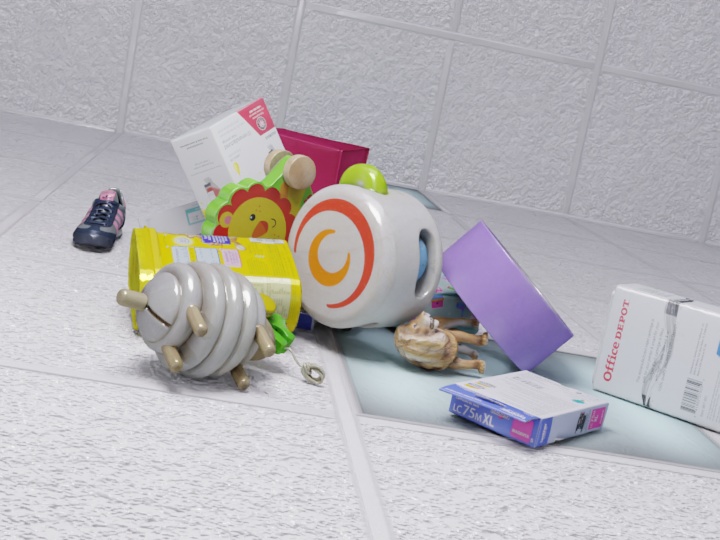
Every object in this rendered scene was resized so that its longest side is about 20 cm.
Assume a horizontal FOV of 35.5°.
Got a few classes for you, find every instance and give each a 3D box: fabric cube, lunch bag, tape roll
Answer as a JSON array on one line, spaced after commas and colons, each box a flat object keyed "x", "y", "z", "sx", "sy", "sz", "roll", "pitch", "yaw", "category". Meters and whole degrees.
[{"x": -0.116, "y": -0.180, "z": 2.330, "sx": 0.197, "sy": 0.199, "sz": 0.200, "roll": 14, "pitch": 10, "yaw": 15, "category": "fabric cube"}, {"x": 0.076, "y": 0.040, "z": 1.691, "sx": 0.159, "sy": 0.078, "sz": 0.199, "roll": 2, "pitch": 13, "yaw": -35, "category": "lunch bag"}, {"x": 0.195, "y": 0.036, "z": 1.526, "sx": 0.200, "sy": 0.085, "sz": 0.200, "roll": 49, "pitch": 8, "yaw": -9, "category": "tape roll"}]

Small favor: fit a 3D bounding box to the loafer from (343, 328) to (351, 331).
[{"x": 0.000, "y": 0.000, "z": 1.599, "sx": 0.071, "sy": 0.073, "sz": 0.201, "roll": -23, "pitch": 33, "yaw": 32, "category": "loafer"}]

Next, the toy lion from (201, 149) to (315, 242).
[{"x": -0.118, "y": -0.053, "z": 1.537, "sx": 0.068, "sy": 0.192, "sz": 0.200, "roll": 23, "pitch": -23, "yaw": 48, "category": "toy lion"}]

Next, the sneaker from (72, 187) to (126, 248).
[{"x": -0.418, "y": -0.087, "z": 1.811, "sx": 0.069, "sy": 0.083, "sz": 0.200, "roll": 10, "pitch": 10, "yaw": -8, "category": "sneaker"}]

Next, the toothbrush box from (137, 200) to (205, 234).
[{"x": -0.229, "y": -0.065, "z": 1.750, "sx": 0.145, "sy": 0.086, "sz": 0.200, "roll": -14, "pitch": 2, "yaw": 21, "category": "toothbrush box"}]

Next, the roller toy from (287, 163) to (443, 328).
[{"x": 0.007, "y": -0.016, "z": 1.457, "sx": 0.139, "sy": 0.200, "sz": 0.183, "roll": 1, "pitch": 50, "yaw": -50, "category": "roller toy"}]

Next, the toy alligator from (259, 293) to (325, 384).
[{"x": -0.113, "y": 0.058, "z": 1.305, "sx": 0.199, "sy": 0.060, "sz": 0.054, "roll": 38, "pitch": 26, "yaw": 5, "category": "toy alligator"}]

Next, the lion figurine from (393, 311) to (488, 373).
[{"x": 0.102, "y": 0.093, "z": 1.491, "sx": 0.121, "sy": 0.073, "sz": 0.200, "roll": 7, "pitch": -1, "yaw": 0, "category": "lion figurine"}]

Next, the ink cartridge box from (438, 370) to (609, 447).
[{"x": 0.186, "y": 0.157, "z": 1.283, "sx": 0.119, "sy": 0.042, "sz": 0.199, "roll": 19, "pitch": 10, "yaw": 36, "category": "ink cartridge box"}]

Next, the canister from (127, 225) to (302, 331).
[{"x": -0.182, "y": 0.014, "z": 1.397, "sx": 0.198, "sy": 0.087, "sz": 0.149, "roll": 3, "pitch": 31, "yaw": -17, "category": "canister"}]

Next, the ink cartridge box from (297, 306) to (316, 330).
[{"x": -0.151, "y": 0.036, "z": 1.559, "sx": 0.195, "sy": 0.048, "sz": 0.200, "roll": 13, "pitch": 13, "yaw": 4, "category": "ink cartridge box"}]

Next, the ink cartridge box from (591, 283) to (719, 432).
[{"x": 0.424, "y": 0.113, "z": 1.484, "sx": 0.198, "sy": 0.147, "sz": 0.083, "roll": 18, "pitch": 11, "yaw": 33, "category": "ink cartridge box"}]

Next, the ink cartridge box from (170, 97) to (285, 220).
[{"x": -0.165, "y": -0.127, "z": 1.624, "sx": 0.083, "sy": 0.202, "sz": 0.145, "roll": -13, "pitch": 17, "yaw": 33, "category": "ink cartridge box"}]

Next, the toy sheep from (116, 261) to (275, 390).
[{"x": -0.171, "y": 0.053, "z": 1.204, "sx": 0.199, "sy": 0.139, "sz": 0.137, "roll": 26, "pitch": -2, "yaw": -41, "category": "toy sheep"}]
